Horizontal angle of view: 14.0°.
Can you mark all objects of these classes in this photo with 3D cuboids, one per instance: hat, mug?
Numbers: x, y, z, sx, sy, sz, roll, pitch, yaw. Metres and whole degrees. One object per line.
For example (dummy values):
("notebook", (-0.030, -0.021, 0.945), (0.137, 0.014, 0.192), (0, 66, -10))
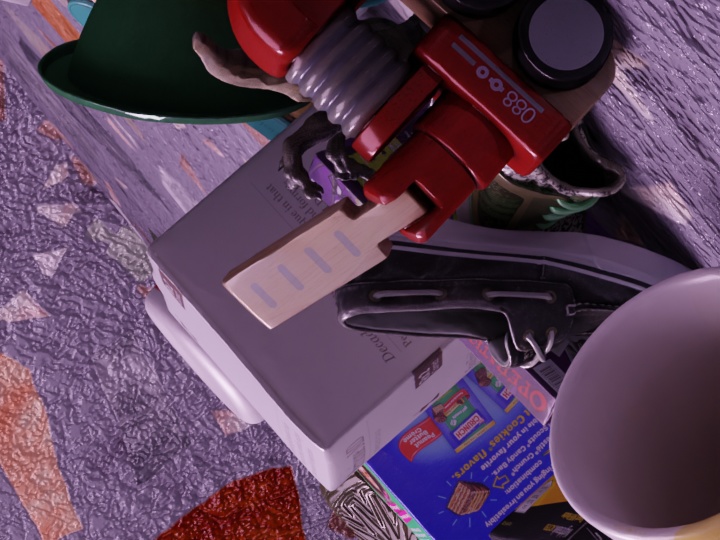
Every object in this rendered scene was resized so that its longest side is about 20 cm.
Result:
("hat", (-0.103, -0.188, 1.688), (0.165, 0.177, 0.200), (10, -161, 13))
("mug", (0.202, 0.110, 1.441), (0.153, 0.149, 0.187), (45, -177, -42))

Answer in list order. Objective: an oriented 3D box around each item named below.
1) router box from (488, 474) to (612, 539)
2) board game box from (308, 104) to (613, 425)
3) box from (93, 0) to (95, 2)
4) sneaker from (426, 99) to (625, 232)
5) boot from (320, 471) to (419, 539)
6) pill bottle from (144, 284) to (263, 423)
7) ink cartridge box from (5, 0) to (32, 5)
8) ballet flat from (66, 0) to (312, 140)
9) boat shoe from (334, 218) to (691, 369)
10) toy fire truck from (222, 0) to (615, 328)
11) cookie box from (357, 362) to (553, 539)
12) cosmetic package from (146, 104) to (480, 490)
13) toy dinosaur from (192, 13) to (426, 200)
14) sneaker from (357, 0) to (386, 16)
("router box", (0.159, 0.123, 1.682), (0.051, 0.149, 0.200), (48, 172, -3))
("board game box", (0.077, -0.012, 1.625), (0.200, 0.120, 0.032), (46, 143, 21))
("box", (-0.139, -0.230, 1.798), (0.112, 0.101, 0.200), (45, 171, 30))
("sneaker", (0.097, -0.048, 1.524), (0.088, 0.077, 0.200), (29, 168, 27))
("boot", (0.088, 0.142, 2.005), (0.175, 0.200, 0.066), (52, 140, -3))
("pill bottle", (-0.036, -0.003, 1.953), (0.116, 0.200, 0.116), (47, 172, 8))
("ink cartridge box", (-0.271, -0.291, 1.878), (0.200, 0.145, 0.145), (47, -159, 28))
("ballet flat", (-0.102, -0.150, 1.951), (0.200, 0.063, 0.069), (32, 160, -18))
("boat shoe", (0.080, 0.020, 1.542), (0.199, 0.071, 0.072), (7, 158, -4))
("toy fire truck", (-0.005, -0.081, 1.374), (0.176, 0.200, 0.129), (42, 172, 0))
("cookie box", (0.102, 0.116, 1.890), (0.200, 0.171, 0.075), (49, 175, 0))
("cosmetic package", (0.000, 0.000, 1.776), (0.165, 0.200, 0.165), (47, 173, 10))
("toy dinosaur", (-0.014, -0.085, 1.471), (0.047, 0.200, 0.088), (16, 109, 43))
("sneaker", (-0.011, -0.168, 1.493), (0.121, 0.084, 0.200), (55, 176, 35))
